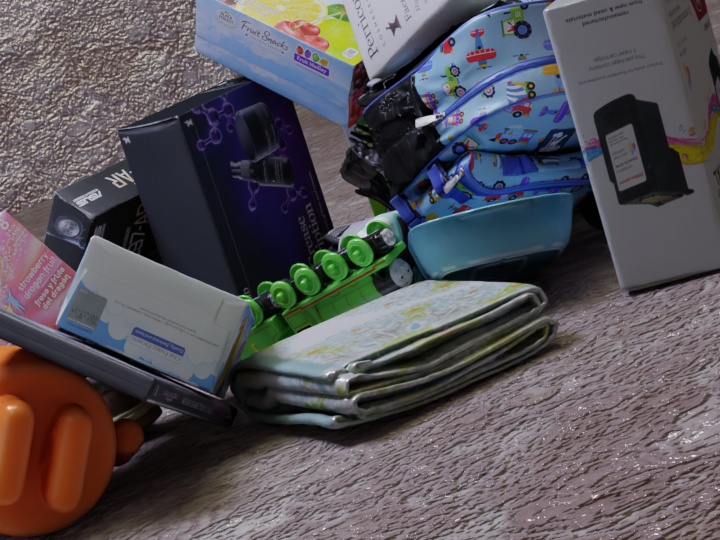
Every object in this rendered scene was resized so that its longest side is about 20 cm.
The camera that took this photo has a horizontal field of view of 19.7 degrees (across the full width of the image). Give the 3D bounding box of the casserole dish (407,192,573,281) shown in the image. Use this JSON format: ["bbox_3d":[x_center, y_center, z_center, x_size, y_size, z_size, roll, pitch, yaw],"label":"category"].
[{"bbox_3d":[0.096,-0.018,1.509,0.120,0.039,0.200,-13,-7,0],"label":"casserole dish"}]

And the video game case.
[{"bbox_3d":[-0.170,0.062,1.367,0.142,0.019,0.200,22,-5,14],"label":"video game case"}]

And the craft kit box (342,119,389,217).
[{"bbox_3d":[0.083,-0.140,1.846,0.196,0.201,0.049,-19,10,8],"label":"craft kit box"}]

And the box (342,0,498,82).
[{"bbox_3d":[0.087,-0.266,1.651,0.199,0.200,0.131,-6,-23,-34],"label":"box"}]

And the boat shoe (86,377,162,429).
[{"bbox_3d":[-0.223,0.098,1.578,0.199,0.065,0.073,-11,15,48],"label":"boat shoe"}]

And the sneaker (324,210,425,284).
[{"bbox_3d":[0.000,0.000,1.659,0.139,0.078,0.200,-17,1,29],"label":"sneaker"}]

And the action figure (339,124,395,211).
[{"bbox_3d":[0.051,-0.096,1.754,0.119,0.102,0.200,-44,-18,-3],"label":"action figure"}]

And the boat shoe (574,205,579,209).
[{"bbox_3d":[0.183,-0.091,1.738,0.199,0.085,0.069,-13,15,46],"label":"boat shoe"}]

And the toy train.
[{"bbox_3d":[-0.035,0.021,1.553,0.199,0.057,0.042,-28,11,43],"label":"toy train"}]

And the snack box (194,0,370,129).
[{"bbox_3d":[-0.013,-0.215,1.733,0.168,0.068,0.200,28,42,25],"label":"snack box"}]

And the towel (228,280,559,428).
[{"bbox_3d":[0.019,0.055,1.390,0.170,0.049,0.200,-21,10,-23],"label":"towel"}]

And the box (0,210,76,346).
[{"bbox_3d":[-0.315,0.064,1.614,0.102,0.095,0.201,-16,36,58],"label":"box"}]

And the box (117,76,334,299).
[{"bbox_3d":[-0.101,-0.048,1.719,0.078,0.201,0.141,-8,16,43],"label":"box"}]

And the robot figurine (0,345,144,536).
[{"bbox_3d":[-0.227,0.111,1.380,0.143,0.117,0.200,-31,13,-15],"label":"robot figurine"}]

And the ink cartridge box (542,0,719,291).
[{"bbox_3d":[0.205,-0.106,1.431,0.082,0.202,0.146,-13,12,22],"label":"ink cartridge box"}]

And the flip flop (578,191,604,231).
[{"bbox_3d":[0.209,-0.117,1.658,0.057,0.201,0.081,13,-35,-20],"label":"flip flop"}]

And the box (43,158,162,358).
[{"bbox_3d":[-0.209,-0.002,1.765,0.043,0.201,0.160,33,37,21],"label":"box"}]

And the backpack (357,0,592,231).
[{"bbox_3d":[0.122,-0.122,1.560,0.181,0.136,0.200,-4,-21,-32],"label":"backpack"}]

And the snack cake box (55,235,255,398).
[{"bbox_3d":[-0.138,0.035,1.448,0.114,0.068,0.200,22,-5,1],"label":"snack cake box"}]
